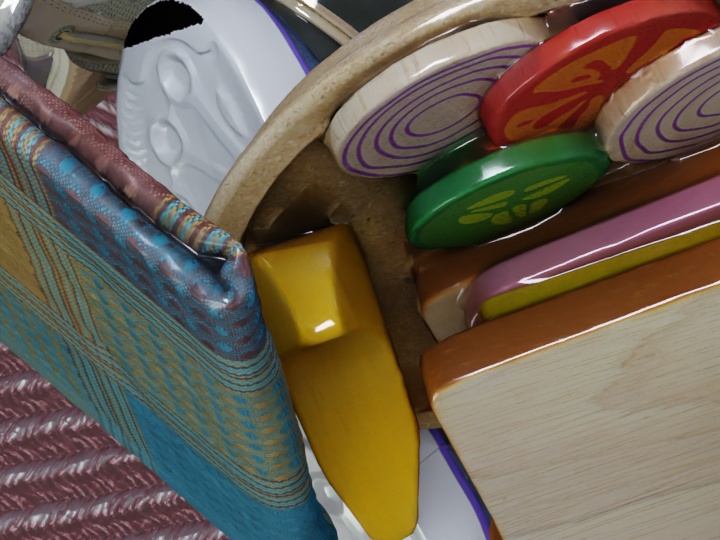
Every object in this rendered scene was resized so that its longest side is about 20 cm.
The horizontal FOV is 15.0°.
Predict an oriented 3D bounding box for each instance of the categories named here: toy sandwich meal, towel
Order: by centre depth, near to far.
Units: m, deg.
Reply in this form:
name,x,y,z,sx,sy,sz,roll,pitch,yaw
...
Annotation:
name,x,y,z,sx,sy,sz,roll,pitch,yaw
towel,-0.067,-0.002,0.628,0.146,0.022,0.200,39,165,17
toy sandwich meal,0.055,0.005,0.646,0.205,0.204,0.071,49,-161,-56

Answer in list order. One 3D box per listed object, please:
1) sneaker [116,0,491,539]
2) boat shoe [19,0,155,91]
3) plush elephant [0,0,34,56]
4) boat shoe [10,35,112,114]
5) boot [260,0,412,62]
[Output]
name,x,y,z,sx,sy,sz,roll,pitch,yaw
sneaker,0.025,-0.008,0.777,0.080,0.146,0.201,-10,108,49
boat shoe,-0.070,-0.092,0.845,0.072,0.065,0.200,49,-172,7
plush elephant,-0.111,-0.133,0.626,0.199,0.165,0.155,1,-144,-50
boat shoe,-0.109,-0.109,1.022,0.065,0.072,0.200,46,174,5
boot,0.000,0.000,0.840,0.200,0.139,0.077,38,176,-33
